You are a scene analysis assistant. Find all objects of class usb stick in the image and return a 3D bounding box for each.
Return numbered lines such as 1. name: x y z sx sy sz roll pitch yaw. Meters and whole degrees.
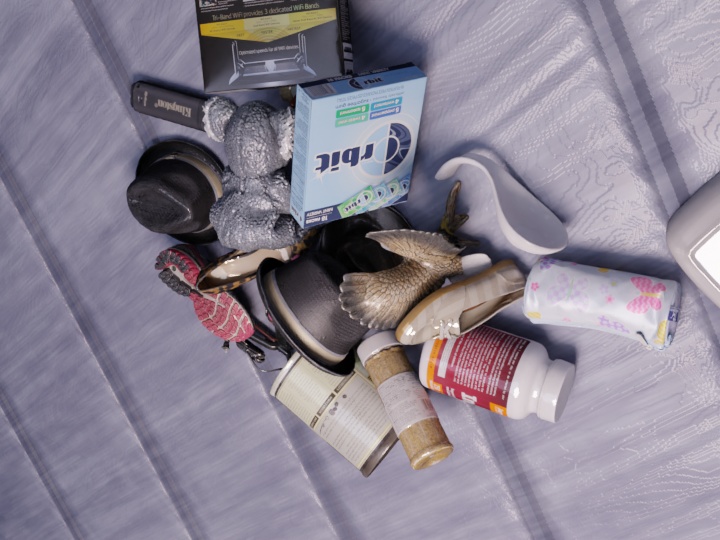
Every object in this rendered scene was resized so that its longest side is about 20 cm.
1. usb stick: -0.279 -0.254 1.433 0.199 0.033 0.056 19 121 23

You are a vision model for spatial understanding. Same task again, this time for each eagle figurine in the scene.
1. eagle figurine: 0.073 -0.014 1.229 0.150 0.200 0.152 -10 107 33

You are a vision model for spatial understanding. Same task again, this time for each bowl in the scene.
1. bowl: 0.476 -0.025 1.062 0.200 0.075 0.200 46 128 3

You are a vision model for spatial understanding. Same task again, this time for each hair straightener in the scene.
1. hair straightener: -0.200 0.114 1.537 0.200 0.077 0.041 38 159 4

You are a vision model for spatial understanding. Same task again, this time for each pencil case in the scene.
1. pencil case: 0.313 0.041 1.183 0.199 0.083 0.091 13 96 27

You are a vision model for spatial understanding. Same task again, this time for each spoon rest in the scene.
1. spoon rest: 0.189 -0.091 1.197 0.200 0.099 0.061 40 130 22

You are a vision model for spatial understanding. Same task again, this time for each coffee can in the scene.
1. coffee can: -0.020 0.200 1.419 0.200 0.146 0.147 39 126 10

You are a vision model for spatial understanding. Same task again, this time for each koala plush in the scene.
1. koala plush: -0.138 -0.147 1.282 0.177 0.184 0.201 19 131 25

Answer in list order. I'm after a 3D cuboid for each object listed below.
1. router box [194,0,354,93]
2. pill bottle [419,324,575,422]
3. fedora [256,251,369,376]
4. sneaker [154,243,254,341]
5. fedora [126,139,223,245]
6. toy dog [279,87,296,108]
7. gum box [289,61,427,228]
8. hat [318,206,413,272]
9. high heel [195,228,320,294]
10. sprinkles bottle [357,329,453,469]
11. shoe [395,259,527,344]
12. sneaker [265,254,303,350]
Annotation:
1. router box: -0.114 -0.319 1.191 0.199 0.052 0.158 -2 100 16
2. pill bottle: 0.192 0.141 1.284 0.199 0.113 0.114 17 120 24
3. fedora: -0.050 0.046 1.266 0.091 0.201 0.201 -38 90 18
4. sneaker: -0.244 0.030 1.504 0.200 0.075 0.081 47 119 2
5. fedora: -0.306 -0.114 1.477 0.200 0.092 0.202 13 119 26
6. toy dog: -0.068 -0.297 1.244 0.131 0.096 0.201 -1 112 25
7. gum box: -0.005 -0.164 1.206 0.045 0.169 0.201 51 147 38
8. hat: 0.000 0.000 1.354 0.200 0.081 0.202 14 118 27
9. high heel: -0.159 -0.017 1.403 0.199 0.142 0.072 -22 100 36
10. sprinkles bottle: 0.063 0.185 1.321 0.068 0.068 0.201 -49 55 37
11. shoe: 0.140 0.051 1.230 0.053 0.199 0.070 54 166 32
12. sneaker: -0.119 0.063 1.435 0.080 0.086 0.201 29 140 19
